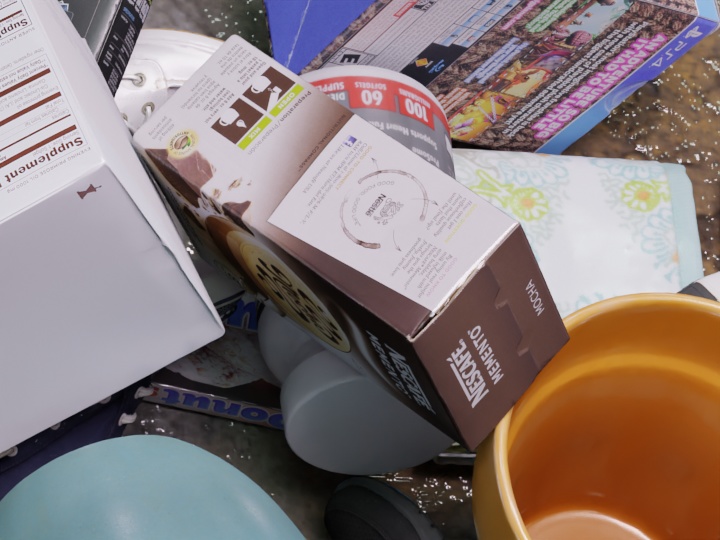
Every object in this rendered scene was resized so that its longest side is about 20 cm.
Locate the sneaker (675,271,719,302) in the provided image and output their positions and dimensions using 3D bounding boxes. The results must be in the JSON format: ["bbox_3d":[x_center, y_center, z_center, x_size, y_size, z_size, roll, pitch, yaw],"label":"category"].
[{"bbox_3d":[0.249,0.019,1.580,0.199,0.089,0.074,-17,81,-16],"label":"sneaker"}]

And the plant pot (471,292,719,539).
[{"bbox_3d":[0.140,0.142,1.476,0.199,0.183,0.201,7,59,-12],"label":"plant pot"}]

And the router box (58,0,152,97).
[{"bbox_3d":[-0.226,-0.128,1.554,0.199,0.062,0.151,20,82,11],"label":"router box"}]

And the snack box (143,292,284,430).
[{"bbox_3d":[-0.075,0.043,1.570,0.199,0.024,0.072,13,57,-8],"label":"snack box"}]

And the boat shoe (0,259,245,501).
[{"bbox_3d":[-0.139,0.067,1.502,0.199,0.075,0.093,-23,103,-17],"label":"boat shoe"}]

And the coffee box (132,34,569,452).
[{"bbox_3d":[-0.005,-0.014,1.399,0.200,0.113,0.080,35,74,33],"label":"coffee box"}]

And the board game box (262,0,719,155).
[{"bbox_3d":[0.070,-0.156,1.608,0.199,0.159,0.097,12,55,-35],"label":"board game box"}]

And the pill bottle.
[{"bbox_3d":[0.000,0.000,1.531,0.115,0.116,0.201,3,53,-13],"label":"pill bottle"}]

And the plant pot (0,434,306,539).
[{"bbox_3d":[-0.102,0.179,1.390,0.200,0.201,0.161,-13,53,-21],"label":"plant pot"}]

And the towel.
[{"bbox_3d":[0.110,0.022,1.619,0.170,0.048,0.201,5,59,-13],"label":"towel"}]

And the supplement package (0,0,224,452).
[{"bbox_3d":[-0.189,-0.051,1.381,0.147,0.191,0.201,-28,61,1],"label":"supplement package"}]

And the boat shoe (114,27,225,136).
[{"bbox_3d":[-0.140,-0.094,1.608,0.199,0.071,0.070,7,61,1],"label":"boat shoe"}]

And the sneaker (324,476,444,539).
[{"bbox_3d":[0.021,0.198,1.478,0.082,0.073,0.201,-17,66,-21],"label":"sneaker"}]
